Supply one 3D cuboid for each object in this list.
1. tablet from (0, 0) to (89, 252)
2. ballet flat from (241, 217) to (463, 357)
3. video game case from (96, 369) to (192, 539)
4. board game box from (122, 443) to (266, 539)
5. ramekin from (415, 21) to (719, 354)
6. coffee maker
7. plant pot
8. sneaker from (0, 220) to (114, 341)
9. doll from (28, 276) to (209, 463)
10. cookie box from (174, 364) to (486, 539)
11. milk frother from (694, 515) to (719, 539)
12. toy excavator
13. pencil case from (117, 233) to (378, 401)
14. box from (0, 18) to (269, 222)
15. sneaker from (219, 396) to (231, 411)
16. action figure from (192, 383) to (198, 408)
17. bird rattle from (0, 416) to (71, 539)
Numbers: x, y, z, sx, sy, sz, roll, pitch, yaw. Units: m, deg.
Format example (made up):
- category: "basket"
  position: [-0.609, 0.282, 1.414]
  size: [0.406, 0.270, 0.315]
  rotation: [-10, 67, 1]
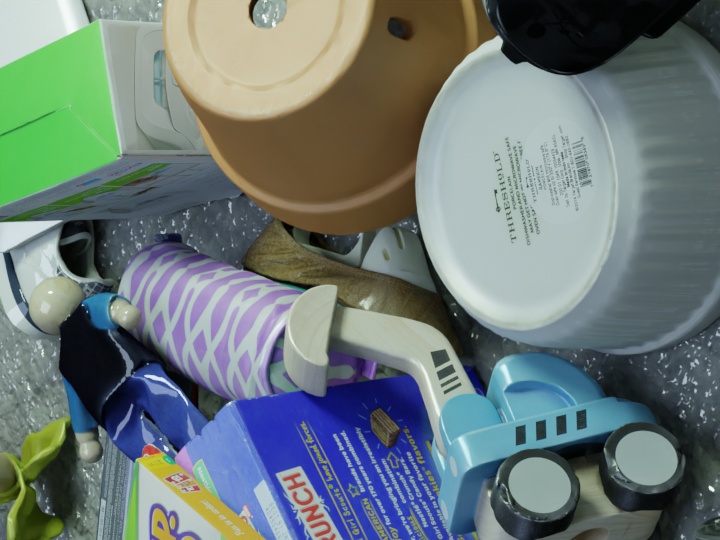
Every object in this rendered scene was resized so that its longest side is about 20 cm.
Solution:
- category: "tablet"
  position: [-0.249, -0.126, 1.715]
  size: [0.129, 0.014, 0.201]
  rotation: [-25, 70, 14]
- category: "ballet flat"
  position: [0.000, 0.000, 1.476]
  size: [0.199, 0.068, 0.073]
  rotation: [23, 91, 48]
- category: "video game case"
  position: [-0.155, 0.139, 1.608]
  size: [0.200, 0.019, 0.144]
  rotation: [-177, 93, -72]
- category: "board game box"
  position: [-0.083, 0.186, 1.310]
  size: [0.200, 0.030, 0.096]
  rotation: [36, 123, 45]
- category: "ramekin"
  position: [0.121, -0.049, 1.297]
  size: [0.199, 0.105, 0.202]
  rotation: [5, 97, 48]
- category: "coffee maker"
  position: [0.116, -0.232, 1.226]
  size: [0.193, 0.134, 0.200]
  rotation: [-63, 32, 28]
- category: "plant pot"
  position: [-0.029, -0.135, 1.370]
  size: [0.199, 0.140, 0.202]
  rotation: [-5, 76, 21]
- category: "sneaker"
  position: [-0.248, -0.049, 1.739]
  size: [0.080, 0.076, 0.201]
  rotation: [-36, 71, 31]
- category: "doll"
  position: [-0.156, 0.080, 1.494]
  size: [0.200, 0.048, 0.137]
  rotation: [47, 134, 24]
- category: "cookie box"
  position: [0.013, 0.153, 1.363]
  size: [0.075, 0.199, 0.172]
  rotation: [-46, 61, 39]
- category: "milk frother"
  position: [0.242, 0.034, 1.103]
  size: [0.180, 0.199, 0.189]
  rotation: [-39, 65, 46]
- category: "toy excavator"
  position: [0.068, 0.086, 1.321]
  size: [0.100, 0.193, 0.201]
  rotation: [97, 157, -53]
- category: "pencil case"
  position: [-0.080, 0.039, 1.478]
  size: [0.200, 0.085, 0.085]
  rotation: [24, 101, 51]
- category: "box"
  position: [-0.156, -0.095, 1.544]
  size: [0.199, 0.176, 0.098]
  rotation: [-17, 81, 47]
- category: "sneaker"
  position: [-0.036, 0.139, 1.526]
  size: [0.111, 0.073, 0.202]
  rotation: [3, 80, 23]
- category: "action figure"
  position: [-0.114, 0.181, 1.599]
  size: [0.099, 0.065, 0.202]
  rotation: [150, 123, -68]
- category: "bird rattle"
  position: [-0.322, 0.157, 1.776]
  size: [0.199, 0.163, 0.114]
  rotation: [1, 76, 38]
